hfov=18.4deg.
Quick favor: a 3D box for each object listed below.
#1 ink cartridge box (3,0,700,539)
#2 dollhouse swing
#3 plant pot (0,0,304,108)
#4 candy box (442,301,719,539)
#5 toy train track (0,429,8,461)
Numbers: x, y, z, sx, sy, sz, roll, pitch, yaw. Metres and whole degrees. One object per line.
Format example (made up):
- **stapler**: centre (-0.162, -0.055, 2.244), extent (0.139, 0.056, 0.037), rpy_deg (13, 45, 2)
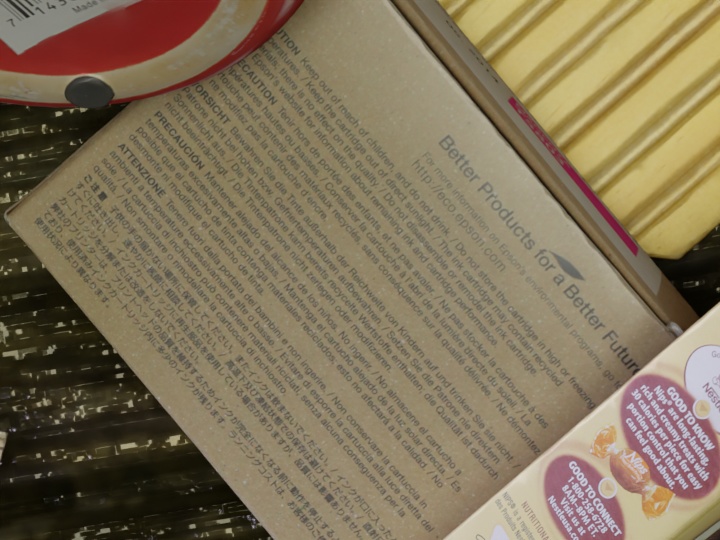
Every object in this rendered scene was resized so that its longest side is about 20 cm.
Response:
- **ink cartridge box**: centre (0.000, 0.000, 0.804), extent (0.165, 0.075, 0.200), rpy_deg (-39, 92, 14)
- **dollhouse swing**: centre (0.119, -0.115, 0.766), extent (0.176, 0.182, 0.200), rpy_deg (-41, 92, -6)
- **plant pot**: centre (-0.100, -0.168, 0.715), extent (0.200, 0.200, 0.183), rpy_deg (-4, 57, 3)
- **candy box**: centre (0.112, 0.075, 0.760), extent (0.200, 0.115, 0.055), rpy_deg (-43, 64, 24)
- **toy train track**: centre (-0.175, 0.015, 0.792), extent (0.115, 0.033, 0.200), rpy_deg (15, 96, 0)
